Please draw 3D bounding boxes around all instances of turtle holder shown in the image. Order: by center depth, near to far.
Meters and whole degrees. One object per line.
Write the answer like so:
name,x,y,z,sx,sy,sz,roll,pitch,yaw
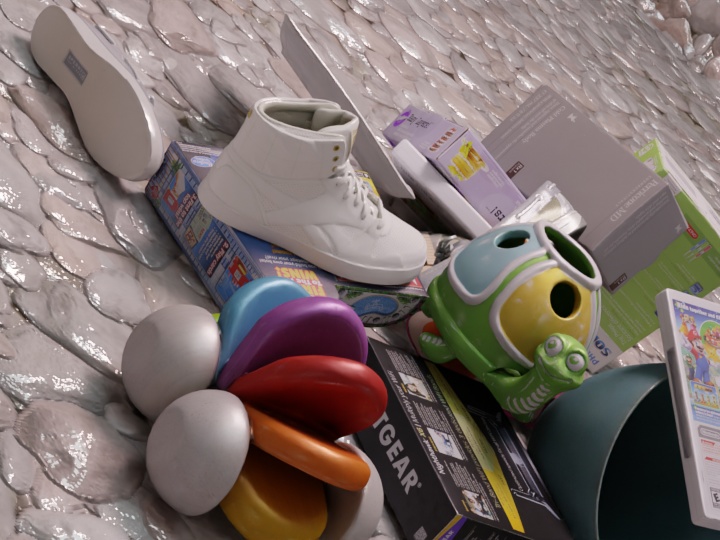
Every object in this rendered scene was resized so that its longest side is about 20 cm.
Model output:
turtle holder,0.129,0.036,1.491,0.141,0.132,0.185,43,19,2

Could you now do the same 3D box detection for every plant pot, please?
plant pot,0.220,0.167,1.536,0.199,0.202,0.134,23,-6,-41

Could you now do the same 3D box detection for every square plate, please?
square plate,-0.020,-0.148,1.677,0.199,0.028,0.200,55,2,-7

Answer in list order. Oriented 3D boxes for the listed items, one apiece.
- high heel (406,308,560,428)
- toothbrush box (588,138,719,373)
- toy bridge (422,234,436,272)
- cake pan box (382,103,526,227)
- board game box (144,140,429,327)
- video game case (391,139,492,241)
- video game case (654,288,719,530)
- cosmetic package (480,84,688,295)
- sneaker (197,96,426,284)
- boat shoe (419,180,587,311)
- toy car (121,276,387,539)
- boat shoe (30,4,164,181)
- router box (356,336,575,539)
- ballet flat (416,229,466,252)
high heel,0.116,0.092,1.652,0.200,0.068,0.096,38,2,-15
toothbrush box,0.274,-0.014,1.881,0.146,0.200,0.086,47,18,-18
toy bridge,0.000,0.000,1.614,0.199,0.027,0.068,1,66,-49
cake pan box,0.115,-0.076,1.819,0.185,0.052,0.200,52,-4,-20
board game box,-0.053,-0.004,1.466,0.199,0.062,0.201,8,43,-34
video game case,0.106,-0.035,1.792,0.200,0.023,0.182,46,-5,8
video game case,0.309,0.121,1.463,0.142,0.018,0.201,16,55,-31
cosmetic package,0.216,-0.081,1.781,0.200,0.107,0.090,43,-7,43
sneaker,-0.014,-0.065,1.416,0.199,0.116,0.074,19,34,-23
boat shoe,0.115,-0.017,1.654,0.201,0.075,0.065,-28,74,-22
toy car,-0.053,0.086,1.216,0.174,0.150,0.201,25,27,-37
boat shoe,-0.207,-0.145,1.503,0.068,0.072,0.200,9,29,-48
router box,0.076,0.156,1.442,0.157,0.052,0.201,25,27,-40
ballet flat,0.094,0.014,1.716,0.200,0.071,0.069,49,25,15
